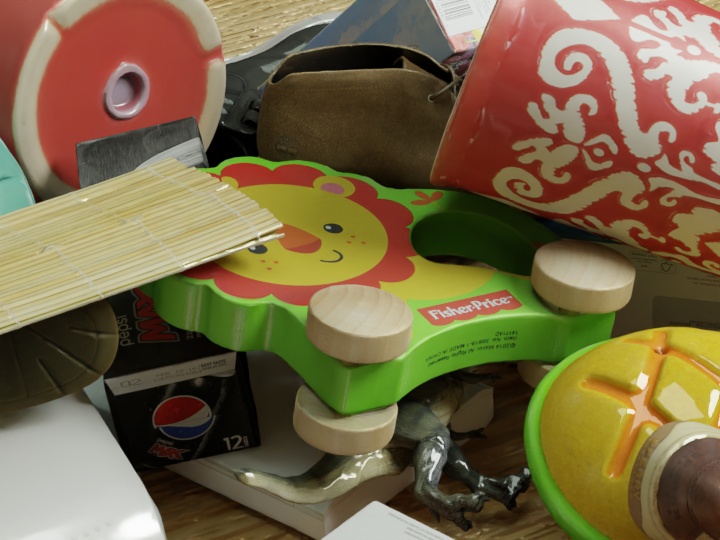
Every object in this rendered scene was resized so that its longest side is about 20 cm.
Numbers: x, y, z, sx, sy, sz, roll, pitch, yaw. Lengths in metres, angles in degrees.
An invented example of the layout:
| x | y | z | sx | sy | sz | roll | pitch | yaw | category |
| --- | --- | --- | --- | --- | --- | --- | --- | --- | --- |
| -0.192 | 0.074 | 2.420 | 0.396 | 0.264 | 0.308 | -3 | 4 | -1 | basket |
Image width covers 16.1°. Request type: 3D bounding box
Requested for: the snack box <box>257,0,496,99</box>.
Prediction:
| x | y | z | sx | sy | sz | roll | pitch | yaw | category |
| --- | --- | --- | --- | --- | --- | --- | --- | --- | --- |
| 0.069 | -0.131 | 1.440 | 0.200 | 0.068 | 0.169 | -19 | -11 | -37 | snack box |

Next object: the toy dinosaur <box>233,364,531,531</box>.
| x | y | z | sx | sy | sz | roll | pitch | yaw | category |
| --- | --- | --- | --- | --- | --- | --- | --- | --- | --- |
| 0.030 | 0.083 | 1.184 | 0.088 | 0.048 | 0.200 | 37 | 39 | 17 | toy dinosaur |

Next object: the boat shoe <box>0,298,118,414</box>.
| x | y | z | sx | sy | sz | roll | pitch | yaw | category |
| --- | --- | --- | --- | --- | --- | --- | --- | --- | --- |
| -0.211 | 0.039 | 1.161 | 0.200 | 0.072 | 0.066 | -12 | 20 | -8 | boat shoe |

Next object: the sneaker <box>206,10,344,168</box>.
| x | y | z | sx | sy | sz | roll | pitch | yaw | category |
| --- | --- | --- | --- | --- | --- | --- | --- | --- | --- |
| -0.045 | -0.092 | 1.503 | 0.199 | 0.071 | 0.099 | -15 | 34 | -8 | sneaker |

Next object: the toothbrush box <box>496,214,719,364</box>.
| x | y | z | sx | sy | sz | roll | pitch | yaw | category |
| --- | --- | --- | --- | --- | --- | --- | --- | --- | --- |
| 0.164 | -0.029 | 1.357 | 0.146 | 0.086 | 0.200 | 6 | 33 | 14 | toothbrush box |

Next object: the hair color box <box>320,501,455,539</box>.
| x | y | z | sx | sy | sz | roll | pitch | yaw | category |
| --- | --- | --- | --- | --- | --- | --- | --- | --- | --- |
| -0.017 | 0.183 | 1.040 | 0.111 | 0.064 | 0.200 | 23 | 38 | 35 | hair color box |

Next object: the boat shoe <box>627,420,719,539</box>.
| x | y | z | sx | sy | sz | roll | pitch | yaw | category |
| --- | --- | --- | --- | --- | --- | --- | --- | --- | --- |
| 0.209 | 0.110 | 1.070 | 0.199 | 0.072 | 0.072 | 19 | -5 | -29 | boat shoe |

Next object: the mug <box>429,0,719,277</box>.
| x | y | z | sx | sy | sz | roll | pitch | yaw | category |
| --- | --- | --- | --- | --- | --- | --- | --- | --- | --- |
| 0.155 | -0.084 | 1.189 | 0.199 | 0.178 | 0.133 | 23 | 20 | 3 | mug |

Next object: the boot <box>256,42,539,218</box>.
| x | y | z | sx | sy | sz | roll | pitch | yaw | category |
| --- | --- | --- | --- | --- | --- | --- | --- | --- | --- |
| 0.047 | -0.072 | 1.286 | 0.199 | 0.076 | 0.074 | 1 | 26 | -2 | boot |

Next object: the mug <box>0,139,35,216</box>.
| x | y | z | sx | sy | sz | roll | pitch | yaw | category |
| --- | --- | --- | --- | --- | --- | --- | --- | --- | --- |
| -0.223 | -0.010 | 1.294 | 0.114 | 0.153 | 0.185 | -22 | 40 | -38 | mug |

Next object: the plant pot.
| x | y | z | sx | sy | sz | roll | pitch | yaw | category |
| --- | --- | --- | --- | --- | --- | --- | --- | --- | --- |
| -0.181 | -0.118 | 1.414 | 0.200 | 0.201 | 0.177 | -26 | 33 | -33 | plant pot |

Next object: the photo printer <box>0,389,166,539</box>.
| x | y | z | sx | sy | sz | roll | pitch | yaw | category |
| --- | --- | --- | --- | --- | --- | --- | --- | --- | --- |
| -0.185 | 0.112 | 1.166 | 0.166 | 0.070 | 0.200 | -14 | 33 | -18 | photo printer |

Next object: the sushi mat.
| x | y | z | sx | sy | sz | roll | pitch | yaw | category |
| --- | --- | --- | --- | --- | --- | --- | --- | --- | --- |
| -0.140 | -0.005 | 1.143 | 0.199 | 0.012 | 0.096 | -20 | 31 | -30 | sushi mat |

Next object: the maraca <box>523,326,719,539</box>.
| x | y | z | sx | sy | sz | roll | pitch | yaw | category |
| --- | --- | --- | --- | --- | --- | --- | --- | --- | --- |
| 0.168 | 0.085 | 1.149 | 0.199 | 0.107 | 0.138 | 1 | 55 | -19 | maraca |

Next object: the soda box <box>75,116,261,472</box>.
| x | y | z | sx | sy | sz | roll | pitch | yaw | category |
| --- | --- | --- | --- | --- | --- | --- | --- | --- | --- |
| -0.098 | 0.008 | 1.272 | 0.070 | 0.064 | 0.200 | -13 | 39 | -2 | soda box |

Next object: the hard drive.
| x | y | z | sx | sy | sz | roll | pitch | yaw | category |
| --- | --- | --- | --- | --- | --- | --- | --- | --- | --- |
| -0.052 | 0.063 | 1.281 | 0.200 | 0.026 | 0.132 | 22 | 39 | 34 | hard drive |

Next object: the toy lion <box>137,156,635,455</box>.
| x | y | z | sx | sy | sz | roll | pitch | yaw | category |
| --- | --- | --- | --- | --- | --- | --- | --- | --- | --- |
| 0.000 | 0.000 | 1.204 | 0.199 | 0.069 | 0.192 | -11 | 35 | -30 | toy lion |
